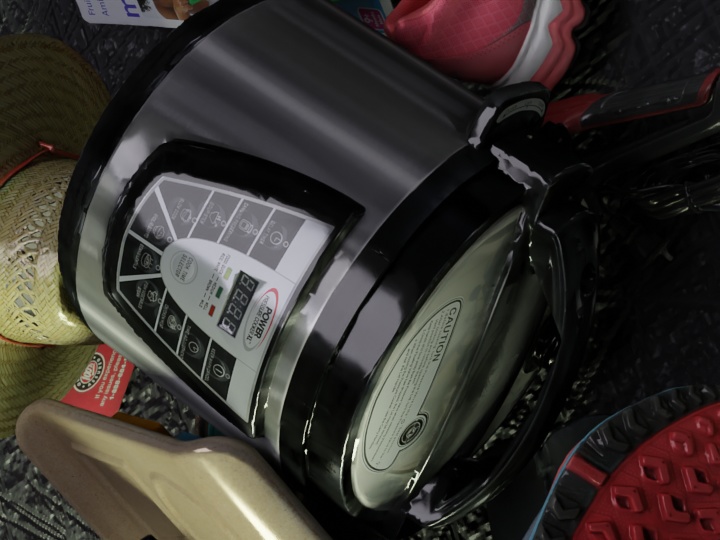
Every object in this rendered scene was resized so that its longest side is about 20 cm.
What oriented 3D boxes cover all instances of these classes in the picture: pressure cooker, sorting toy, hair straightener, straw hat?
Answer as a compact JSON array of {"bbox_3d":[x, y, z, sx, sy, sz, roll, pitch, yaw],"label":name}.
[{"bbox_3d":[0.002,-0.001,0.884,0.200,0.176,0.179,35,71,23],"label":"pressure cooker"},{"bbox_3d":[-0.047,0.125,0.941,0.036,0.185,0.200,-47,22,-22],"label":"sorting toy"},{"bbox_3d":[0.121,-0.042,0.913,0.199,0.041,0.077,-14,108,40],"label":"hair straightener"},{"bbox_3d":[-0.128,-0.007,0.980,0.085,0.201,0.202,9,94,30],"label":"straw hat"}]

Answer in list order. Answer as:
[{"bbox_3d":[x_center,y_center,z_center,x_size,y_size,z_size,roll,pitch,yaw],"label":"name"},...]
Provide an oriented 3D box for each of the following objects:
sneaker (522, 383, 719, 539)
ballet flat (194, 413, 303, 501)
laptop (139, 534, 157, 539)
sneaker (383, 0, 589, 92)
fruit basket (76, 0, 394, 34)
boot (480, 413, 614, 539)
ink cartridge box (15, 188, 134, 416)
[{"bbox_3d":[0.076,0.121,0.837,0.200,0.079,0.096,-49,6,-8],"label":"sneaker"},{"bbox_3d":[-0.053,0.110,1.042,0.067,0.068,0.201,-86,8,-52],"label":"ballet flat"},{"bbox_3d":[-0.100,0.247,0.967,0.200,0.103,0.177,-42,80,2],"label":"laptop"},{"bbox_3d":[0.061,-0.173,0.925,0.074,0.086,0.201,-148,68,-70],"label":"sneaker"},{"bbox_3d":[-0.087,-0.185,1.032,0.199,0.094,0.186,4,130,29],"label":"fruit basket"},{"bbox_3d":[0.072,0.171,0.920,0.164,0.066,0.201,-16,79,34],"label":"boot"},{"bbox_3d":[-0.198,-0.003,1.102,0.083,0.199,0.147,35,112,39],"label":"ink cartridge box"}]
